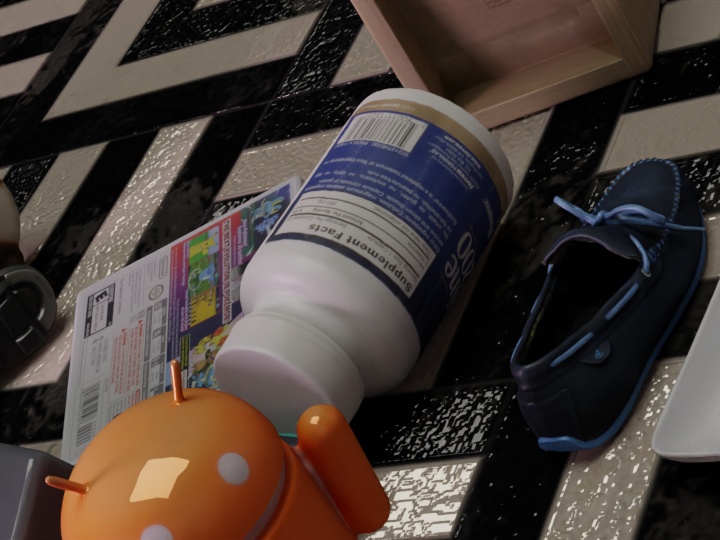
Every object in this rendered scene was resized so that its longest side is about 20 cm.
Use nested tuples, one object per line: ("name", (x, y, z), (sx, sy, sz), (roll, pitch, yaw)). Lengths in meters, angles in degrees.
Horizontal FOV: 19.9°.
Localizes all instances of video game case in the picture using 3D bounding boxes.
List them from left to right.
("video game case", (-0.108, 0.036, 1.320), (0.181, 0.023, 0.201), (-27, 30, 13))

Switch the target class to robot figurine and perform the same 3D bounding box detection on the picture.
("robot figurine", (-0.064, 0.138, 0.955), (0.143, 0.201, 0.117), (-19, 33, 23))

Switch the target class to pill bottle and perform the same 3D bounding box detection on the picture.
("pill bottle", (0.000, 0.000, 1.174), (0.110, 0.111, 0.201), (-2, 43, 42))

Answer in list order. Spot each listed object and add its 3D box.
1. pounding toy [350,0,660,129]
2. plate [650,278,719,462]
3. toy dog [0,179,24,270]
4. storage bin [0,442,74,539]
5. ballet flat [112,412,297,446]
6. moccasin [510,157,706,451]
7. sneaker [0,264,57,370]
("pounding toy", (0.093, -0.223, 1.306), (0.183, 0.201, 0.143), (-18, 34, 26))
("plate", (0.256, 0.019, 0.973), (0.198, 0.032, 0.201), (-5, 41, 39))
("toy dog", (-0.337, -0.023, 1.545), (0.199, 0.141, 0.193), (-2, 7, 45))
("storage bin", (-0.210, 0.182, 1.101), (0.133, 0.145, 0.202), (2, 71, 31))
("ballet flat", (-0.085, 0.118, 1.138), (0.199, 0.073, 0.073), (4, 47, 44))
("moccasin", (0.133, 0.003, 1.080), (0.080, 0.068, 0.201), (-13, 37, 33))
("sneaker", (-0.295, 0.074, 1.418), (0.200, 0.076, 0.079), (-40, 19, -24))
